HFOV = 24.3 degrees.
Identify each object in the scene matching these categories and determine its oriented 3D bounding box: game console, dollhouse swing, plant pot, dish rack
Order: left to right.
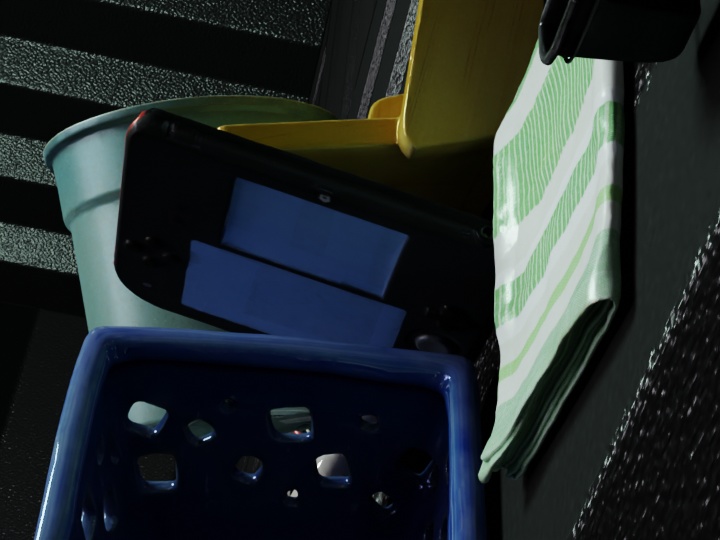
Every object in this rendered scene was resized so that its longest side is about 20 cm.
[{"bbox_3d":[-0.101,0.009,1.100,0.200,0.200,0.197,122,143,-75],"label":"plant pot"},{"bbox_3d":[-0.049,0.160,0.805,0.200,0.199,0.180,-86,2,-51],"label":"plant pot"},{"bbox_3d":[-0.029,-0.003,0.865,0.177,0.200,0.031,111,177,-65],"label":"game console"},{"bbox_3d":[-0.007,-0.094,0.950,0.200,0.175,0.182,111,168,-67],"label":"dollhouse swing"},{"bbox_3d":[0.107,-0.180,0.573,0.154,0.054,0.200,108,171,-48],"label":"dish rack"}]

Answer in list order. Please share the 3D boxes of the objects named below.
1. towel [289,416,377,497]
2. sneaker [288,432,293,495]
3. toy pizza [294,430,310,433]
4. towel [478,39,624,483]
[{"bbox_3d":[-0.013,0.115,1.039,0.200,0.032,0.191,-62,-3,-24],"label":"towel"},{"bbox_3d":[-0.049,0.190,1.380,0.200,0.076,0.091,-88,18,-47],"label":"sneaker"},{"bbox_3d":[-0.064,0.078,1.288,0.200,0.032,0.200,55,176,6],"label":"toy pizza"},{"bbox_3d":[0.080,-0.029,0.709,0.153,0.023,0.200,110,170,-53],"label":"towel"}]
